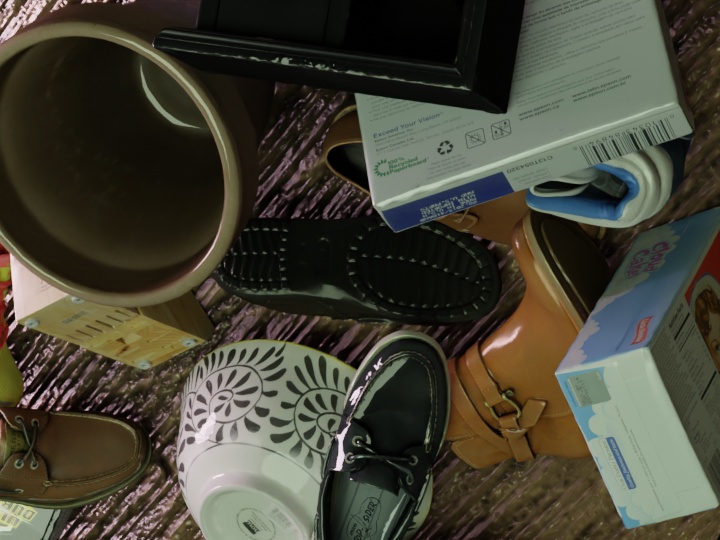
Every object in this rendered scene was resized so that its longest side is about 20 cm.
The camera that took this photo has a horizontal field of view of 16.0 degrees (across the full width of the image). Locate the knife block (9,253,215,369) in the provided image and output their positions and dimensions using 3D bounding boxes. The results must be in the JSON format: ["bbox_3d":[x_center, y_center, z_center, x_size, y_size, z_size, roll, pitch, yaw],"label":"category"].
[{"bbox_3d":[-0.197,-0.038,1.830,0.064,0.177,0.199,-24,149,32],"label":"knife block"}]

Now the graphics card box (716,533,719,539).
[{"bbox_3d":[0.340,0.160,1.703,0.125,0.051,0.200,39,124,0],"label":"graphics card box"}]

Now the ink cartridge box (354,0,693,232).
[{"bbox_3d":[0.090,-0.141,1.576,0.195,0.201,0.043,-18,146,15],"label":"ink cartridge box"}]

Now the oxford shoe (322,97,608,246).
[{"bbox_3d":[0.066,-0.050,1.698,0.199,0.071,0.072,19,118,7],"label":"oxford shoe"}]

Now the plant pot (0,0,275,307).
[{"bbox_3d":[-0.139,-0.100,1.696,0.199,0.175,0.202,9,118,18],"label":"plant pot"}]

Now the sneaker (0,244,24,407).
[{"bbox_3d":[-0.285,0.017,1.880,0.090,0.078,0.201,-18,117,12],"label":"sneaker"}]

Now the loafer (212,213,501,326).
[{"bbox_3d":[0.000,0.000,1.761,0.198,0.071,0.074,8,77,9],"label":"loafer"}]

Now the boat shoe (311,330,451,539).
[{"bbox_3d":[0.010,0.137,1.710,0.074,0.066,0.200,21,115,-6],"label":"boat shoe"}]

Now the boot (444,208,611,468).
[{"bbox_3d":[0.102,0.055,1.708,0.154,0.074,0.201,-15,121,27],"label":"boot"}]

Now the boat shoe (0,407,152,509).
[{"bbox_3d":[-0.254,0.136,1.889,0.198,0.068,0.073,-5,73,-1],"label":"boat shoe"}]

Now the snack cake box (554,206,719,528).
[{"bbox_3d":[0.199,0.058,1.619,0.067,0.200,0.116,-18,108,29],"label":"snack cake box"}]

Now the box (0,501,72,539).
[{"bbox_3d":[-0.337,0.201,1.973,0.199,0.050,0.200,27,101,8],"label":"box"}]

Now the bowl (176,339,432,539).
[{"bbox_3d":[-0.057,0.157,1.821,0.199,0.094,0.202,15,132,17],"label":"bowl"}]

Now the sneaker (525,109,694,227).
[{"bbox_3d":[0.114,-0.104,1.604,0.199,0.147,0.081,35,123,3],"label":"sneaker"}]

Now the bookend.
[{"bbox_3d":[0.000,-0.208,1.515,0.197,0.092,0.202,10,87,17],"label":"bookend"}]
